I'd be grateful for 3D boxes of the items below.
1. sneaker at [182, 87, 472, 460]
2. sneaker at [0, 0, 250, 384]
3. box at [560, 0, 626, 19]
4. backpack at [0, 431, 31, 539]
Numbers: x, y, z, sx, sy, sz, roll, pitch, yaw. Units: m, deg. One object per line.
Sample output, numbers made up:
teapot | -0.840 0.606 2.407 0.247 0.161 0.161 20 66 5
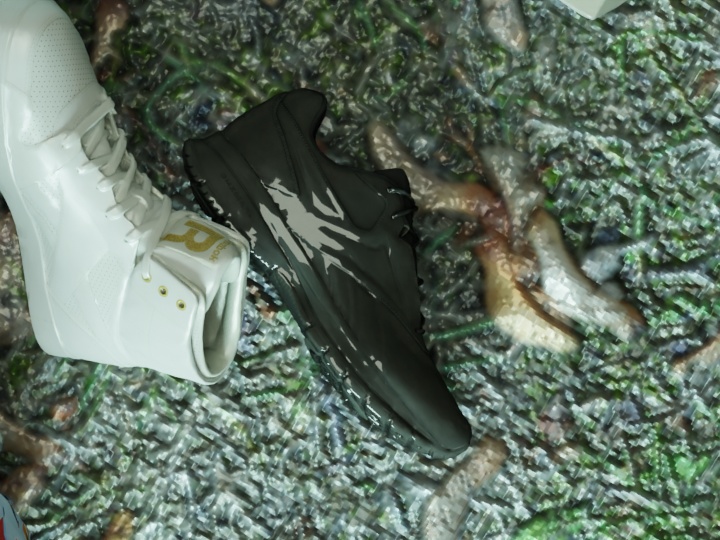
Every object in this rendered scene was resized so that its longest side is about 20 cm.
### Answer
sneaker | 0.000 0.000 1.196 0.091 0.076 0.200 -36 92 -6
sneaker | -0.105 -0.036 1.147 0.115 0.074 0.201 13 133 27
box | 0.139 -0.220 1.145 0.068 0.082 0.201 35 114 10
backpack | -0.247 0.119 1.148 0.199 0.191 0.155 -4 74 3
